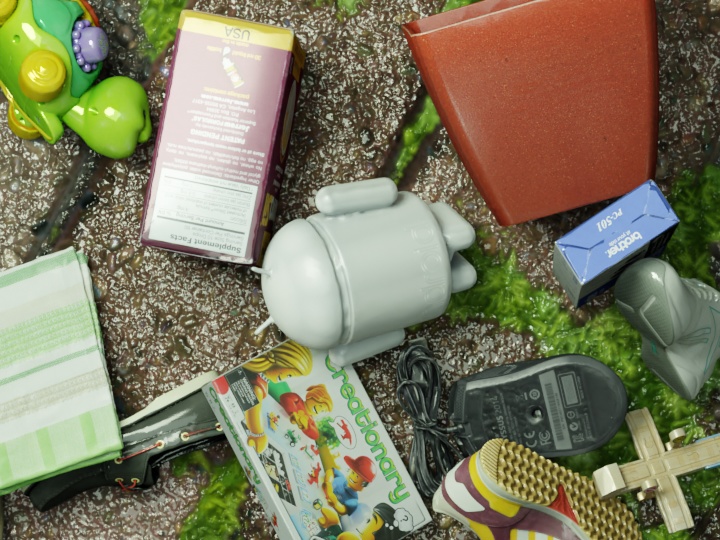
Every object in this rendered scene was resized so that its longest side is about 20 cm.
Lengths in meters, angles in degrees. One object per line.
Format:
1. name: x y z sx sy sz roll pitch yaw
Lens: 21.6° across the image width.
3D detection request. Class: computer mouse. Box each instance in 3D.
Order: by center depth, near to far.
1. computer mouse: 0.135 0.117 1.654 0.198 0.053 0.140 -8 98 11

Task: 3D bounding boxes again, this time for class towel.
1. towel: -0.290 0.090 1.643 0.148 0.031 0.202 -19 64 4

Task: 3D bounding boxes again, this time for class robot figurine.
1. robot figurine: 0.000 0.000 1.613 0.198 0.113 0.171 -16 118 -19

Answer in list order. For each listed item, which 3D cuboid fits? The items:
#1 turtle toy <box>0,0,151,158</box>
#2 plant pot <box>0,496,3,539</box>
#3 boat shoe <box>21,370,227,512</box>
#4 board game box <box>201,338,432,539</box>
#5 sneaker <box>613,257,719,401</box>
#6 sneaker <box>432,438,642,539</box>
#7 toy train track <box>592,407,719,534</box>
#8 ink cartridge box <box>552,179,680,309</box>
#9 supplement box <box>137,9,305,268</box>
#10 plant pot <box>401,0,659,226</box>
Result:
1. turtle toy: -0.262 -0.178 1.633 0.101 0.146 0.201 -34 88 -21
2. plant pot: -0.432 0.203 1.613 0.172 0.200 0.202 -23 88 17
3. boat shoe: -0.200 0.161 1.651 0.200 0.074 0.064 -27 80 -3
4. board game box: -0.037 0.159 1.641 0.126 0.035 0.201 -27 88 -27
5. sneaker: 0.269 0.033 1.593 0.080 0.201 0.070 -44 58 -7
6. sneaker: 0.156 0.219 1.639 0.199 0.075 0.090 34 130 -20
7. toy train track: 0.298 0.155 1.637 0.198 0.033 0.116 -16 64 -9
8. ink cartridge box: 0.210 -0.019 1.578 0.094 0.200 0.044 -33 82 1
9. supplement box: -0.116 -0.110 1.627 0.102 0.131 0.202 11 90 2
10. plant pot: 0.155 -0.145 1.599 0.198 0.200 0.178 -15 100 1
